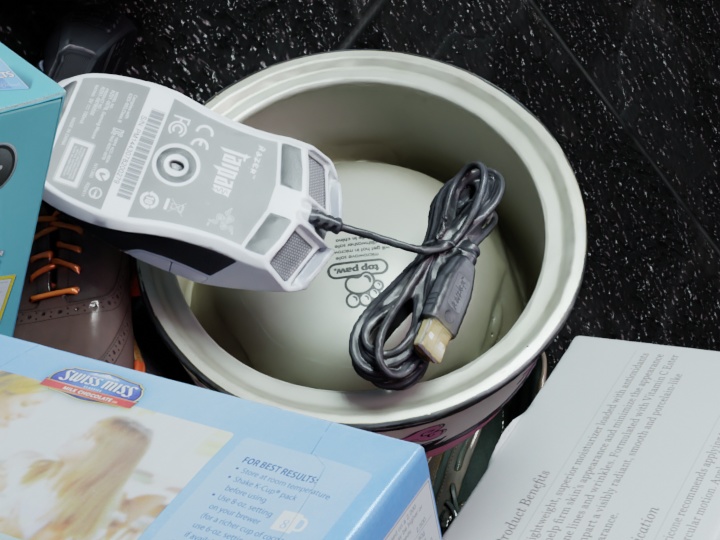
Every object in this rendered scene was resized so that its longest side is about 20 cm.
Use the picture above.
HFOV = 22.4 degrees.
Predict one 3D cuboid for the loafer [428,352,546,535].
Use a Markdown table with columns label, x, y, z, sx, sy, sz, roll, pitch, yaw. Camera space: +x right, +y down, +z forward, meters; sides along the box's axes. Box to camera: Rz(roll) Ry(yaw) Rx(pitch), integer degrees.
| label | x | y | z | sx | sy | sz | roll | pitch | yaw |
| --- | --- | --- | --- | --- | --- | --- | --- | --- | --- |
| loafer | 0.064 | 0.123 | 0.962 | 0.072 | 0.063 | 0.201 | 31 | 48 | -32 |

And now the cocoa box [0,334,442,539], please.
| label | x | y | z | sx | sy | sz | roll | pitch | yaw |
| --- | --- | --- | --- | --- | --- | --- | --- | --- | --- |
| cocoa box | -0.082 | 0.122 | 0.597 | 0.133 | 0.198 | 0.132 | -47 | 137 | -41 |

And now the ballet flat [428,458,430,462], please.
| label | x | y | z | sx | sy | sz | roll | pitch | yaw |
| --- | --- | --- | --- | --- | --- | --- | --- | --- | --- |
| ballet flat | 0.006 | 0.099 | 0.918 | 0.071 | 0.070 | 0.201 | 48 | 43 | -16 |

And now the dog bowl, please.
| label | x | y | z | sx | sy | sz | roll | pitch | yaw |
| --- | --- | --- | --- | --- | --- | --- | --- | --- | --- |
| dog bowl | 0.000 | 0.000 | 0.814 | 0.198 | 0.074 | 0.202 | 0 | 56 | 1 |

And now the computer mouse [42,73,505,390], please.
| label | x | y | z | sx | sy | sz | roll | pitch | yaw |
| --- | --- | --- | --- | --- | --- | --- | --- | --- | --- |
| computer mouse | -0.046 | -0.025 | 0.753 | 0.198 | 0.044 | 0.110 | 20 | 63 | 0 |

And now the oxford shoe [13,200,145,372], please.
| label | x | y | z | sx | sy | sz | roll | pitch | yaw |
| --- | --- | --- | --- | --- | --- | --- | --- | --- | --- |
| oxford shoe | -0.130 | 0.009 | 0.772 | 0.201 | 0.070 | 0.073 | -92 | 173 | -54 |

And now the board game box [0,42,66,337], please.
| label | x | y | z | sx | sy | sz | roll | pitch | yaw |
| --- | --- | --- | --- | --- | --- | --- | --- | --- | --- |
| board game box | -0.190 | 0.027 | 0.633 | 0.047 | 0.201 | 0.150 | 35 | 34 | 27 |

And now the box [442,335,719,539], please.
| label | x | y | z | sx | sy | sz | roll | pitch | yaw |
| --- | --- | --- | --- | --- | --- | --- | --- | --- | --- |
| box | 0.140 | 0.171 | 0.907 | 0.199 | 0.130 | 0.202 | -48 | 136 | -49 |

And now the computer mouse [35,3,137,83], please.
| label | x | y | z | sx | sy | sz | roll | pitch | yaw |
| --- | --- | --- | --- | --- | --- | --- | --- | --- | --- |
| computer mouse | -0.149 | -0.079 | 0.824 | 0.034 | 0.059 | 0.200 | 28 | 24 | 0 |
